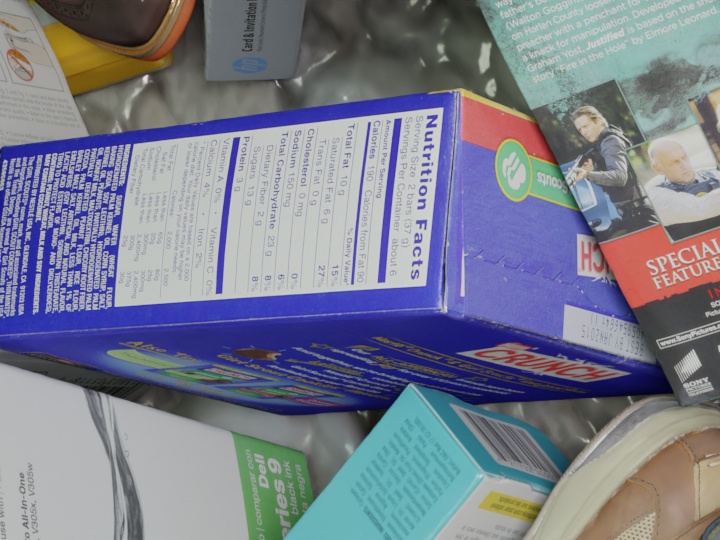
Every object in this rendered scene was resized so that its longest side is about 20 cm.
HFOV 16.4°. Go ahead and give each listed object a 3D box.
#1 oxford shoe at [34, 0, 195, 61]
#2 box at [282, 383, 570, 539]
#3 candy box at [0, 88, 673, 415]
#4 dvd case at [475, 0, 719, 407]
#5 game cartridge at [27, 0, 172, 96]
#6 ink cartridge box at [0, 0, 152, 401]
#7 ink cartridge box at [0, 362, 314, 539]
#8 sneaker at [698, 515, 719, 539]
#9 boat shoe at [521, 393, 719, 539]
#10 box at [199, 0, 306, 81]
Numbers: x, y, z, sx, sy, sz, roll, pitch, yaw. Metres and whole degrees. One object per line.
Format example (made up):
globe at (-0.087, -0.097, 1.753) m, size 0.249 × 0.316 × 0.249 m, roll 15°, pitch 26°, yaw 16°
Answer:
oxford shoe at (-0.136, -0.144, 1.017) m, size 0.200 × 0.072 × 0.071 m, roll 40°, pitch 112°, yaw 42°
box at (-0.007, 0.136, 0.873) m, size 0.200 × 0.082 × 0.049 m, roll -51°, pitch 51°, yaw 14°
candy box at (0.000, 0.000, 0.851) m, size 0.200 × 0.169 × 0.077 m, roll -3°, pitch 77°, yaw 37°
dvd case at (0.117, -0.064, 0.730) m, size 0.146 × 0.022 × 0.200 m, roll -19°, pitch 110°, yaw 29°
game cartridge at (-0.165, -0.153, 1.115) m, size 0.200 × 0.032 × 0.177 m, roll -12°, pitch 69°, yaw 34°
ink cartridge box at (-0.166, -0.042, 0.975) m, size 0.050 × 0.162 × 0.200 m, roll -36°, pitch 69°, yaw 24°
ink cartridge box at (-0.129, 0.103, 0.900) m, size 0.146 × 0.200 × 0.084 m, roll -22°, pitch 63°, yaw 31°
sneaker at (0.131, 0.117, 0.744) m, size 0.081 × 0.074 × 0.200 m, roll 16°, pitch 62°, yaw 24°
boat shoe at (0.068, 0.135, 0.821) m, size 0.072 × 0.076 × 0.200 m, roll 44°, pitch 106°, yaw 35°
box at (-0.046, -0.196, 0.965) m, size 0.041 × 0.156 × 0.201 m, roll -2°, pitch 70°, yaw -6°
